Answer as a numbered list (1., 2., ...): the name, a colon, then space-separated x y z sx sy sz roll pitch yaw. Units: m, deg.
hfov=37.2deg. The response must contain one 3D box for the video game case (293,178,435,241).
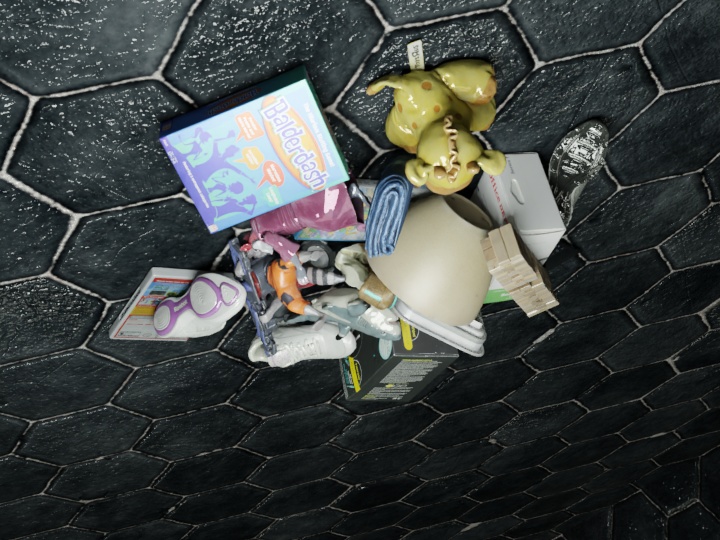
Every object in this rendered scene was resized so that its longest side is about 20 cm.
1. video game case: 0.011 -0.089 1.626 0.197 0.018 0.143 1 147 -30

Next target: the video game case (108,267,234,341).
1. video game case: -0.306 0.058 1.723 0.141 0.018 0.200 4 146 -34

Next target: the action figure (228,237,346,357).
1. action figure: -0.117 0.033 1.628 0.104 0.192 0.203 -33 123 -36

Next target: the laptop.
1. laptop: 0.287 0.023 1.891 0.176 0.105 0.199 -32 149 28

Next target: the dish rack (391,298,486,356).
1. dish rack: 0.123 0.036 1.668 0.170 0.201 0.044 26 116 -17

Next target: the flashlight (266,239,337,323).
1. flashlight: -0.106 0.023 1.726 0.067 0.069 0.200 23 143 -14

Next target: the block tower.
1. block tower: 0.232 0.002 1.557 0.053 0.059 0.200 -23 149 16

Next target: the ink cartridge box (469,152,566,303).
1. ink cartridge box: 0.227 -0.065 1.648 0.083 0.148 0.201 -6 152 -18

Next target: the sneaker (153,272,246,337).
1. sneaker: -0.234 0.055 1.660 0.198 0.076 0.099 -20 160 41

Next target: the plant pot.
1. plant pot: 0.123 -0.036 1.585 0.198 0.201 0.135 10 123 -41

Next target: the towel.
1. towel: 0.041 -0.096 1.445 0.048 0.200 0.114 15 109 3

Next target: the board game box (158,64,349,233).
1. board game box: -0.131 -0.149 1.341 0.197 0.045 0.153 -21 124 8

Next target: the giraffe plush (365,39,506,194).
1. giraffe plush: 0.110 -0.172 1.366 0.170 0.165 0.200 -24 152 15

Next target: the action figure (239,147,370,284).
1. action figure: -0.091 -0.076 1.468 0.198 0.136 0.149 -28 150 16

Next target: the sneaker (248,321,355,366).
1. sneaker: -0.099 0.132 1.796 0.197 0.100 0.076 -1 123 31

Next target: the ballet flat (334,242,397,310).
1. ballet flat: 0.000 0.000 1.634 0.071 0.201 0.069 17 109 -20

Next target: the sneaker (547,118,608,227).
1. sneaker: 0.320 -0.153 1.635 0.073 0.080 0.202 26 131 4

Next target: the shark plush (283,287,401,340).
1. shark plush: -0.035 0.078 1.687 0.196 0.091 0.085 -8 113 13

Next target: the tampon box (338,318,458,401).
1. tampon box: 0.056 0.115 1.802 0.124 0.152 0.200 3 150 -25
